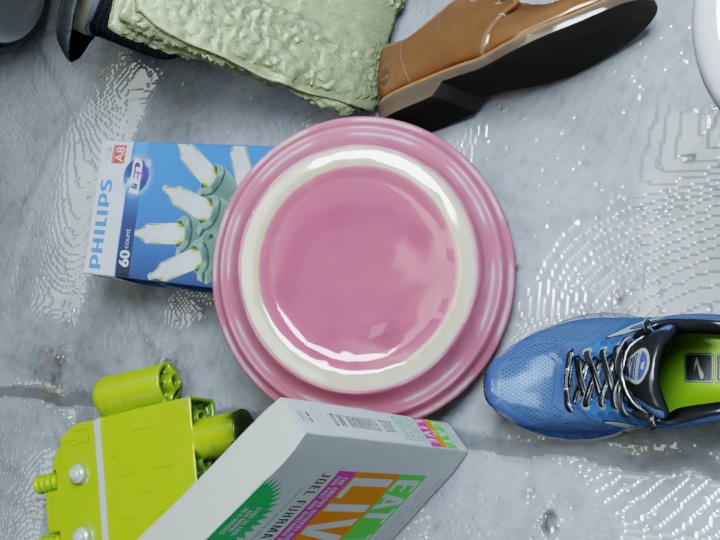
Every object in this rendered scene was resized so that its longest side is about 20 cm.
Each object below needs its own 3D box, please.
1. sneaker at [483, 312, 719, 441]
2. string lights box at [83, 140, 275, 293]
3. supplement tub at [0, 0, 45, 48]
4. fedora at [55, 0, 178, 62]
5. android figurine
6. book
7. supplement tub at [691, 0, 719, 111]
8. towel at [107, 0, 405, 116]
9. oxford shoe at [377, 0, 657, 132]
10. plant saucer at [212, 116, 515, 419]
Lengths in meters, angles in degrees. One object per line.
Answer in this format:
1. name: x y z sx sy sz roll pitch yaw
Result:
1. sneaker: 0.158 0.054 0.699 0.197 0.089 0.080 -9 75 29
2. string lights box: -0.102 -0.036 0.888 0.197 0.059 0.105 5 85 31
3. supplement tub: -0.378 -0.246 1.054 0.197 0.122 0.125 2 82 30
4. fedora: -0.142 -0.228 0.915 0.091 0.201 0.202 30 98 -5
5. android figurine: -0.161 0.164 0.900 0.197 0.041 0.185 -13 75 27
6. book: -0.030 0.134 0.732 0.134 0.199 0.048 -46 62 16
7. supplement tub: 0.255 -0.102 0.604 0.143 0.199 0.147 -6 78 29
8. towel: -0.063 -0.202 0.843 0.197 0.036 0.151 17 88 -13
9. oxford shoe: 0.091 -0.153 0.789 0.198 0.071 0.072 -16 71 29
10. plant saucer: 0.000 0.000 0.781 0.197 0.051 0.204 0 85 5
